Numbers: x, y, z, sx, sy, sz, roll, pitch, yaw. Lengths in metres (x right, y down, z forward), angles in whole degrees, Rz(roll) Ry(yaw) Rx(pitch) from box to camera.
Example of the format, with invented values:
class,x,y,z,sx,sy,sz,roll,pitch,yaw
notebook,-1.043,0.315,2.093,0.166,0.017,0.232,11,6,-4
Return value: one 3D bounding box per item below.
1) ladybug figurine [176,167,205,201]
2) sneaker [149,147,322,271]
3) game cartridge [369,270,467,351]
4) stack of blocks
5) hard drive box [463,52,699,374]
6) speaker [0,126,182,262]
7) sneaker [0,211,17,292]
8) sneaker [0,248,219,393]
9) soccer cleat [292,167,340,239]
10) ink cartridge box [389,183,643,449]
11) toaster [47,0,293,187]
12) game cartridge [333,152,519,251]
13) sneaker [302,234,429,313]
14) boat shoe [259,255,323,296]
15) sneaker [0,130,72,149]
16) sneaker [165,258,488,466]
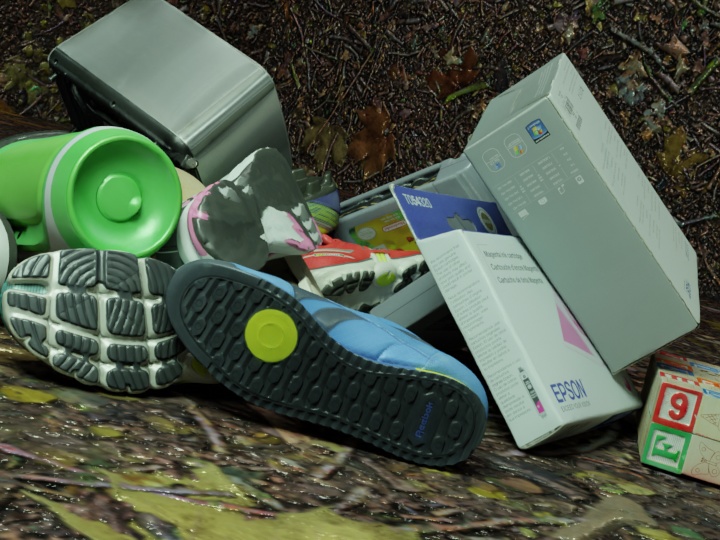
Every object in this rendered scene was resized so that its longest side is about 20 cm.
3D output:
class,x,y,z,sx,sy,sz,roll,pitch,yaw
ladybug figurine,-0.184,-0.026,0.975,0.135,0.072,0.199,-32,38,-27
sneaker,-0.096,-0.028,0.872,0.086,0.081,0.200,-23,-1,20
game cartridge,0.097,0.025,1.087,0.133,0.042,0.199,-29,-17,28
stack of blocks,0.268,0.112,0.955,0.114,0.059,0.200,15,6,9
hard drive box,0.172,-0.048,0.973,0.201,0.076,0.156,54,22,-9
speaker,-0.186,-0.044,0.821,0.088,0.089,0.199,10,-4,-32
sneaker,-0.311,-0.031,0.802,0.199,0.084,0.120,21,10,38
sneaker,-0.126,0.038,0.761,0.199,0.078,0.079,15,-16,-43
soccer cleat,-0.077,-0.021,1.080,0.064,0.085,0.200,9,27,30
ink cartridge box,0.118,0.022,0.924,0.043,0.201,0.196,-31,-14,24
toaster,-0.156,-0.115,1.121,0.199,0.119,0.181,36,-24,26
game cartridge,0.057,-0.023,1.176,0.199,0.041,0.133,-20,-55,35
sneaker,0.000,0.000,1.099,0.085,0.077,0.199,37,18,28
boat shoe,-0.049,0.037,0.903,0.059,0.072,0.200,-28,22,-2
sneaker,-0.303,-0.077,0.958,0.198,0.060,0.105,-24,45,-1
sneaker,-0.019,0.049,0.747,0.199,0.066,0.078,25,12,-6
